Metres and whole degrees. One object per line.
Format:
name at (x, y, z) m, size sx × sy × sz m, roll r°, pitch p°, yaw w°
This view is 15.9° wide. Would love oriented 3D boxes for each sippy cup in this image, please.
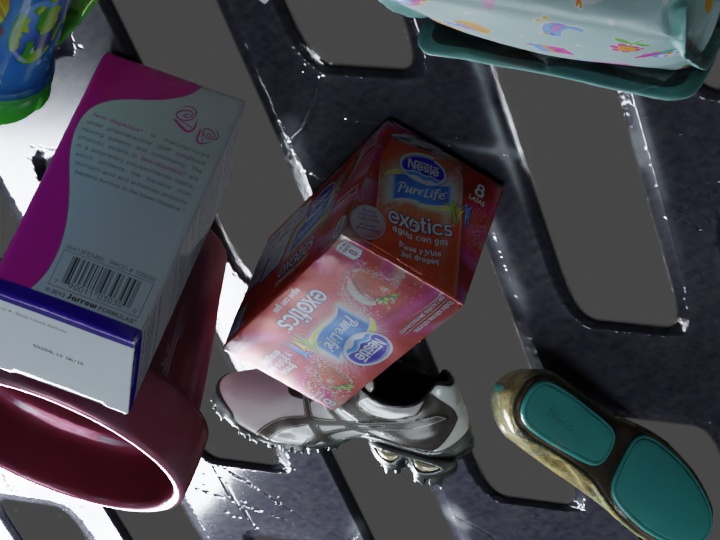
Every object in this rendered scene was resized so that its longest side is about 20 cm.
sippy cup at (-0.223, -0.176, 1.507) m, size 0.140 × 0.178 × 0.130 m, roll 28°, pitch 123°, yaw -5°

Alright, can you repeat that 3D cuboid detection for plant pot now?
plant pot at (-0.182, 0.045, 1.782) m, size 0.200 × 0.179 × 0.200 m, roll 18°, pitch 156°, yaw 8°

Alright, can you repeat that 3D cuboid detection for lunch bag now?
lunch bag at (0.111, -0.163, 1.363) m, size 0.170 × 0.122 × 0.200 m, roll 11°, pitch 178°, yaw 12°

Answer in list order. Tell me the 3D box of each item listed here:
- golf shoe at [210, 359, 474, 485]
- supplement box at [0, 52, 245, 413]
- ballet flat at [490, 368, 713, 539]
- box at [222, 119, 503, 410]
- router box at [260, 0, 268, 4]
golf shoe at (-0.013, 0.087, 1.878) m, size 0.200 × 0.078 × 0.095 m, roll 10°, pitch 129°, yaw 14°
supplement box at (-0.157, -0.026, 1.660) m, size 0.101 × 0.200 × 0.103 m, roll 20°, pitch 149°, yaw 4°
ballet flat at (0.170, 0.132, 1.841) m, size 0.200 × 0.071 × 0.071 m, roll 36°, pitch 145°, yaw -24°
box at (0.000, 0.000, 1.700) m, size 0.095 × 0.100 × 0.200 m, roll 29°, pitch 147°, yaw -13°
router box at (-0.080, -0.245, 1.387) m, size 0.179 × 0.049 × 0.200 m, roll 35°, pitch 155°, yaw -11°
